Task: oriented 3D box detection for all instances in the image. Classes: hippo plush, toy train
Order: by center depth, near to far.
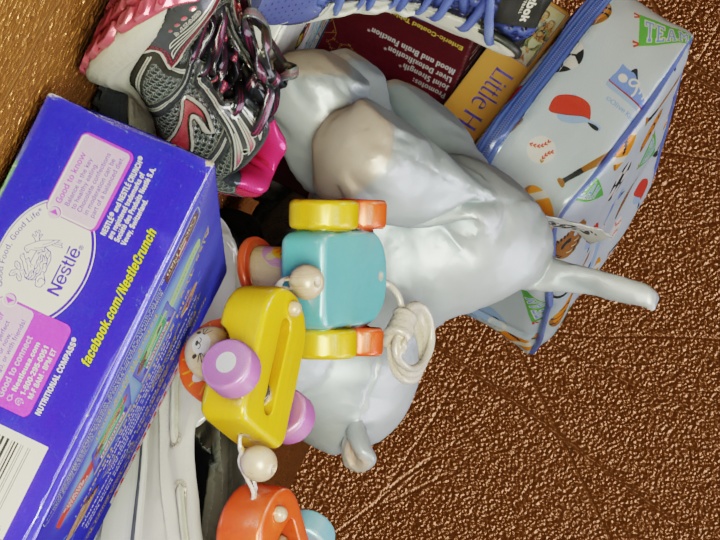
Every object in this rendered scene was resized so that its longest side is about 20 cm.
[{"bbox_3d":[-0.034,0.058,1.263,0.200,0.055,0.151,-63,145,-43],"label":"toy train"},{"bbox_3d":[0.000,0.000,1.424,0.161,0.200,0.159,-54,-153,11],"label":"hippo plush"}]

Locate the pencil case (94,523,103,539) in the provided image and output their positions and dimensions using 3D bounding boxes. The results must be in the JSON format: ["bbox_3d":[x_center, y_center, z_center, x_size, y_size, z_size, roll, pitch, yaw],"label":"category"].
[{"bbox_3d":[-0.167,0.163,1.301,0.091,0.083,0.200,-15,-141,49],"label":"pencil case"}]

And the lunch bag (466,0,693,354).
[{"bbox_3d":[0.111,-0.055,1.578,0.160,0.075,0.200,-55,169,-23],"label":"lunch bag"}]

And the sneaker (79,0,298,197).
[{"bbox_3d":[-0.062,-0.087,1.178,0.081,0.074,0.200,-63,175,-13],"label":"sneaker"}]

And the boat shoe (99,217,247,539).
[{"bbox_3d":[-0.069,0.065,1.304,0.072,0.065,0.201,40,51,-50],"label":"boat shoe"}]

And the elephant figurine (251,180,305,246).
[{"bbox_3d":[-0.051,0.024,1.724,0.200,0.141,0.156,-53,136,-46],"label":"elephant figurine"}]

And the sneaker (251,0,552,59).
[{"bbox_3d":[0.027,-0.147,1.342,0.199,0.115,0.081,-22,135,-54],"label":"sneaker"}]

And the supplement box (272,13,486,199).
[{"bbox_3d":[0.008,-0.118,1.601,0.061,0.109,0.200,-56,171,-41],"label":"supplement box"}]

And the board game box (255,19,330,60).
[{"bbox_3d":[-0.013,-0.183,1.449,0.201,0.035,0.126,-64,175,7],"label":"board game box"}]

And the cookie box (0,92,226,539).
[{"bbox_3d":[-0.122,0.040,1.180,0.200,0.075,0.172,96,19,-78],"label":"cookie box"}]

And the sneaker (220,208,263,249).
[{"bbox_3d":[-0.085,-0.001,1.534,0.104,0.060,0.200,-60,179,-33],"label":"sneaker"}]

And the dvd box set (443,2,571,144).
[{"bbox_3d":[0.042,-0.040,1.593,0.200,0.029,0.146,-53,169,-22],"label":"dvd box set"}]
